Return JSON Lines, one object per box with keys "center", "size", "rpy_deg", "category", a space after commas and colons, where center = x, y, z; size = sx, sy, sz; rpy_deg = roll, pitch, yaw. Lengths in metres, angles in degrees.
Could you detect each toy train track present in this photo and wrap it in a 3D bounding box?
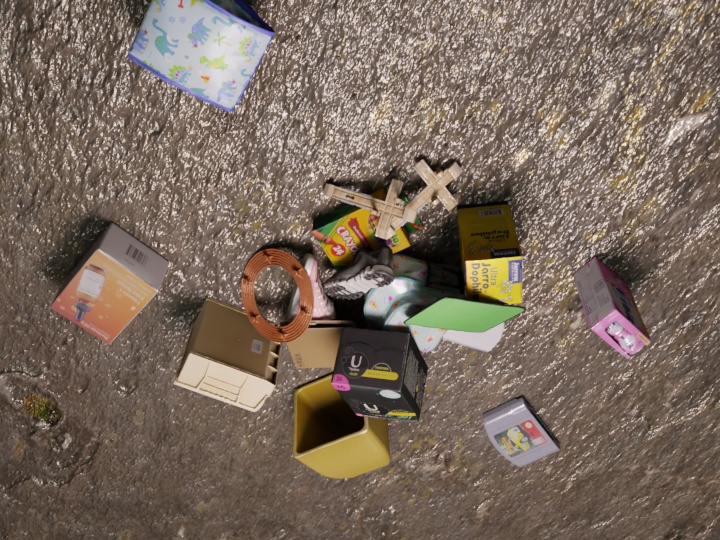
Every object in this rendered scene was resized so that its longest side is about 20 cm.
{"center": [0.014, -0.133, 1.493], "size": [0.198, 0.032, 0.116], "rpy_deg": [19, 93, 21], "category": "toy train track"}
{"center": [0.119, -0.135, 1.496], "size": [0.200, 0.033, 0.115], "rpy_deg": [-42, 107, 5], "category": "toy train track"}

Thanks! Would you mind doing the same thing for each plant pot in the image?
{"center": [-0.024, 0.378, 1.810], "size": [0.194, 0.196, 0.200], "rpy_deg": [-24, 129, 18], "category": "plant pot"}

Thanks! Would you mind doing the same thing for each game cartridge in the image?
{"center": [0.393, 0.407, 1.903], "size": [0.132, 0.041, 0.200], "rpy_deg": [-28, 119, 24], "category": "game cartridge"}

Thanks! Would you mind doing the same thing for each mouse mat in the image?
{"center": [0.200, 0.088, 1.489], "size": [0.198, 0.008, 0.161], "rpy_deg": [9, 154, -26], "category": "mouse mat"}

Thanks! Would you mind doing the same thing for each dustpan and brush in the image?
{"center": [0.280, 0.084, 1.681], "size": [0.138, 0.058, 0.201], "rpy_deg": [17, 130, -23], "category": "dustpan and brush"}

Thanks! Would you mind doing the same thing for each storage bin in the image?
{"center": [-0.279, 0.181, 1.670], "size": [0.196, 0.201, 0.094], "rpy_deg": [23, 121, -13], "category": "storage bin"}

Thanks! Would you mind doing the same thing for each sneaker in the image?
{"center": [-0.094, 0.053, 1.654], "size": [0.103, 0.076, 0.202], "rpy_deg": [11, 127, -9], "category": "sneaker"}
{"center": [0.000, 0.000, 1.557], "size": [0.066, 0.092, 0.199], "rpy_deg": [31, 147, -32], "category": "sneaker"}

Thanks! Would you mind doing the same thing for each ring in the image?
{"center": [-0.180, 0.055, 1.616], "size": [0.198, 0.019, 0.204], "rpy_deg": [6, 102, 33], "category": "ring"}

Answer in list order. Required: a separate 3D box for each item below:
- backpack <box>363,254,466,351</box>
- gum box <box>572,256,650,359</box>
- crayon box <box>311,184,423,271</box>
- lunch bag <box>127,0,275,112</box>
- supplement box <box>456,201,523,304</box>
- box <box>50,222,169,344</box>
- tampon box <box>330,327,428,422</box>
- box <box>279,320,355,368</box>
{"center": [0.103, 0.065, 1.605], "size": [0.198, 0.154, 0.177], "rpy_deg": [21, 134, -9], "category": "backpack"}
{"center": [0.513, 0.076, 1.570], "size": [0.113, 0.201, 0.066], "rpy_deg": [37, 119, -20], "category": "gum box"}
{"center": [0.016, -0.083, 1.569], "size": [0.198, 0.051, 0.128], "rpy_deg": [-25, 120, 17], "category": "crayon box"}
{"center": [-0.267, -0.395, 1.319], "size": [0.199, 0.128, 0.171], "rpy_deg": [32, 120, -8], "category": "lunch bag"}
{"center": [0.251, -0.035, 1.503], "size": [0.108, 0.201, 0.110], "rpy_deg": [-5, 124, 5], "category": "supplement box"}
{"center": [-0.530, 0.030, 1.630], "size": [0.152, 0.107, 0.200], "rpy_deg": [36, 118, -21], "category": "box"}
{"center": [0.045, 0.220, 1.604], "size": [0.148, 0.128, 0.200], "rpy_deg": [3, 153, 19], "category": "tampon box"}
{"center": [-0.082, 0.167, 1.711], "size": [0.161, 0.022, 0.201], "rpy_deg": [-2, 148, 6], "category": "box"}
